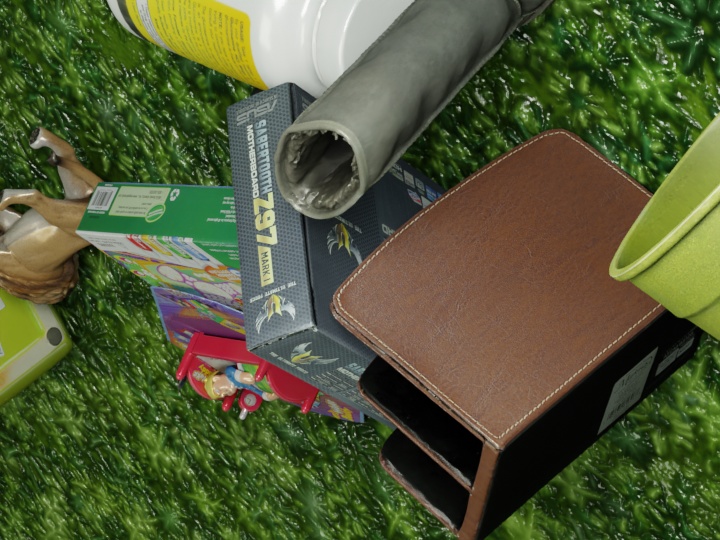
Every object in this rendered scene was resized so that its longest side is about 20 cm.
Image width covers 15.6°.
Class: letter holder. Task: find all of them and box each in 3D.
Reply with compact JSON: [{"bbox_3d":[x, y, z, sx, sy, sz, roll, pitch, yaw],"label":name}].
[{"bbox_3d":[0.085,0.031,1.483,0.142,0.200,0.101,40,147,21],"label":"letter holder"}]

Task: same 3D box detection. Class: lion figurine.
[{"bbox_3d":[-0.233,-0.032,1.974,0.122,0.073,0.200,28,151,-26],"label":"lion figurine"}]

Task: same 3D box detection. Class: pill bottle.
[{"bbox_3d":[-0.051,-0.165,1.557,0.199,0.112,0.113,25,140,39],"label":"pill bottle"}]

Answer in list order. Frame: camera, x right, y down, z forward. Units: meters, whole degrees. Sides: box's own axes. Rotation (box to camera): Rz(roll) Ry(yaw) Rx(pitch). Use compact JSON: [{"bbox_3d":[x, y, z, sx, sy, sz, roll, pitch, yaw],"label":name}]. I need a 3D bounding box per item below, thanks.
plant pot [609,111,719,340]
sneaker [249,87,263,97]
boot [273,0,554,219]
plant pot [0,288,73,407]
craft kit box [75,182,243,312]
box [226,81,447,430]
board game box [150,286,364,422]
[{"bbox_3d":[0.255,-0.011,1.247,0.193,0.201,0.200,41,149,-3],"label":"plant pot"},{"bbox_3d":[-0.048,-0.065,1.676,0.076,0.087,0.201,36,146,26],"label":"sneaker"},{"bbox_3d":[0.045,-0.130,1.375,0.073,0.200,0.182,45,148,12],"label":"boot"},{"bbox_3d":[-0.363,0.040,2.113,0.181,0.200,0.200,-8,114,50],"label":"plant pot"},{"bbox_3d":[-0.058,0.010,1.726,0.197,0.049,0.199,33,163,-34],"label":"craft kit box"},{"bbox_3d":[0.000,0.000,1.537,0.051,0.159,0.200,-19,151,27],"label":"box"},{"bbox_3d":[-0.077,0.076,1.813,0.157,0.039,0.200,23,165,8],"label":"board game box"}]
